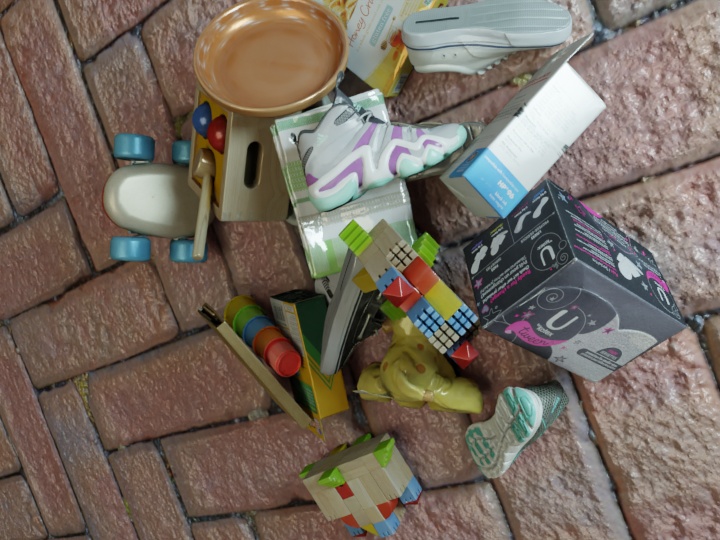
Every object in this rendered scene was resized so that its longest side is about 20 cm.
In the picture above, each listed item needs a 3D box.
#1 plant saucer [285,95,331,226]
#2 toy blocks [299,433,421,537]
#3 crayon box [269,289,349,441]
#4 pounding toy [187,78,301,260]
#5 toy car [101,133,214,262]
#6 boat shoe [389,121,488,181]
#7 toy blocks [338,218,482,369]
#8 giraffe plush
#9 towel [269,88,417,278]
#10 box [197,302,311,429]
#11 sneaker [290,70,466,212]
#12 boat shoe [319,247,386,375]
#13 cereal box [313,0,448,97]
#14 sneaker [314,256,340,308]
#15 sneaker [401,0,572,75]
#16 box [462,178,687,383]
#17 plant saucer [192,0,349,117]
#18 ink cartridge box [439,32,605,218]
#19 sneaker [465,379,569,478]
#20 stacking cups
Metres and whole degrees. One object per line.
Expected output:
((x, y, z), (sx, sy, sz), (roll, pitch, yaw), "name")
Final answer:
((-0.070, -0.164, 1.001), (0.199, 0.049, 0.205), (11, 102, 58), "plant saucer")
((0.011, 0.337, 1.093), (0.198, 0.100, 0.138), (-30, 96, 33), "toy blocks")
((-0.074, 0.135, 1.076), (0.125, 0.051, 0.204), (7, 110, 67), "crayon box")
((-0.181, -0.144, 1.006), (0.184, 0.140, 0.204), (40, 126, 51), "pounding toy")
((-0.339, -0.112, 1.177), (0.199, 0.174, 0.189), (6, 95, 60), "toy car")
((0.082, -0.150, 0.918), (0.196, 0.073, 0.076), (6, 102, 24), "boat shoe")
((0.072, 0.031, 0.782), (0.100, 0.137, 0.200), (-44, 115, 5), "toy blocks")
((0.072, 0.093, 0.958), (0.170, 0.199, 0.166), (-1, 74, 35), "giraffe plush")
((-0.019, -0.105, 0.889), (0.146, 0.031, 0.204), (-15, 91, 7), "towel")
((-0.161, 0.139, 1.080), (0.201, 0.021, 0.163), (54, 166, -18), "box")
((0.014, -0.166, 0.833), (0.197, 0.078, 0.142), (-23, 94, -1), "sneaker")
((-0.001, 0.054, 0.887), (0.069, 0.073, 0.203), (12, 125, -11), "boat shoe")
((0.001, -0.341, 0.938), (0.199, 0.039, 0.145), (41, 121, 17), "cereal box")
((0.000, 0.000, 1.012), (0.075, 0.114, 0.201), (51, 160, 22), "sneaker")
((0.148, -0.271, 0.855), (0.196, 0.074, 0.071), (5, 147, 20), "sneaker")
((0.229, 0.021, 0.784), (0.132, 0.198, 0.116), (-41, 37, 32), "box")
((-0.111, -0.267, 0.917), (0.199, 0.201, 0.038), (33, 156, 20), "plant saucer")
((0.186, -0.153, 0.794), (0.068, 0.116, 0.200), (43, 90, -9), "ink cartridge box")
((0.205, 0.204, 0.939), (0.078, 0.090, 0.201), (62, 151, 23), "sneaker")
((-0.142, 0.096, 1.088), (0.199, 0.059, 0.062), (29, 121, 53), "stacking cups")
